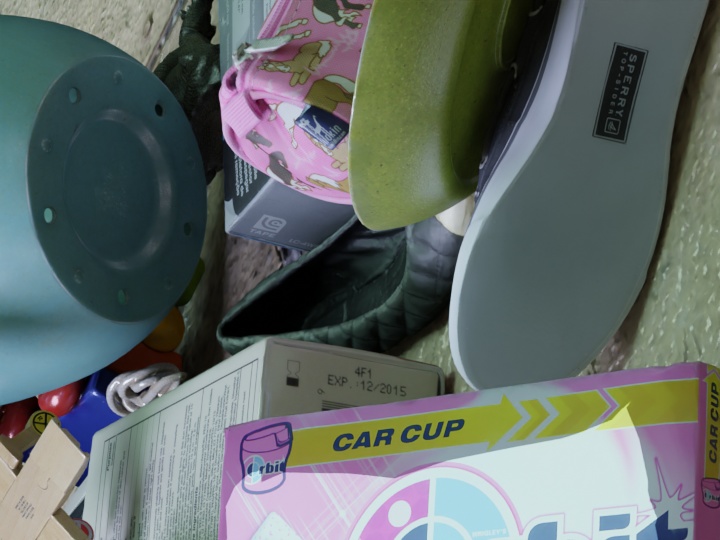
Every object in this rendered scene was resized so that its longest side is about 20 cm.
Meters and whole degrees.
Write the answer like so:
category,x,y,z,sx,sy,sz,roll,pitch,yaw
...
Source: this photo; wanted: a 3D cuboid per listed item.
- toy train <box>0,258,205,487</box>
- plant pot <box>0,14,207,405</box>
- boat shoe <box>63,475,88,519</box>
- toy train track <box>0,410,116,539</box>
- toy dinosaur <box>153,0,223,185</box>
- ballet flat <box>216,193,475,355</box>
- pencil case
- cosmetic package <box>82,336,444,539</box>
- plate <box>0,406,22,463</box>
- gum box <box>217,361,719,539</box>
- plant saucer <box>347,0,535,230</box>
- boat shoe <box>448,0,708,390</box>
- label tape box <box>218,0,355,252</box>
category,x,y,z,sx,sy,sz,roll,pitch,yaw
toy train,-0.107,0.034,1.474,0.200,0.085,0.116,-36,33,58
plant pot,-0.170,-0.031,1.379,0.161,0.200,0.201,-7,69,37
boat shoe,-0.140,0.173,1.473,0.200,0.072,0.068,-56,27,38
toy train track,-0.165,0.067,1.290,0.200,0.033,0.115,46,136,10
toy dinosaur,-0.081,-0.081,1.467,0.200,0.077,0.103,-23,44,58
ballet flat,0.000,0.000,1.257,0.200,0.057,0.067,-48,37,50
pencil case,0.017,-0.126,1.181,0.200,0.083,0.087,-64,-24,-18
cosmetic package,-0.047,0.103,1.271,0.200,0.087,0.104,-27,56,60
plate,-0.223,0.132,1.488,0.200,0.032,0.200,14,-99,-68
gum box,0.048,0.103,0.978,0.200,0.066,0.114,-9,67,32
plant saucer,0.049,-0.105,1.098,0.200,0.031,0.200,20,-90,-76
boat shoe,0.076,-0.050,1.097,0.066,0.070,0.201,-156,80,-75
label tape box,0.005,-0.118,1.296,0.200,0.066,0.144,131,144,-50
